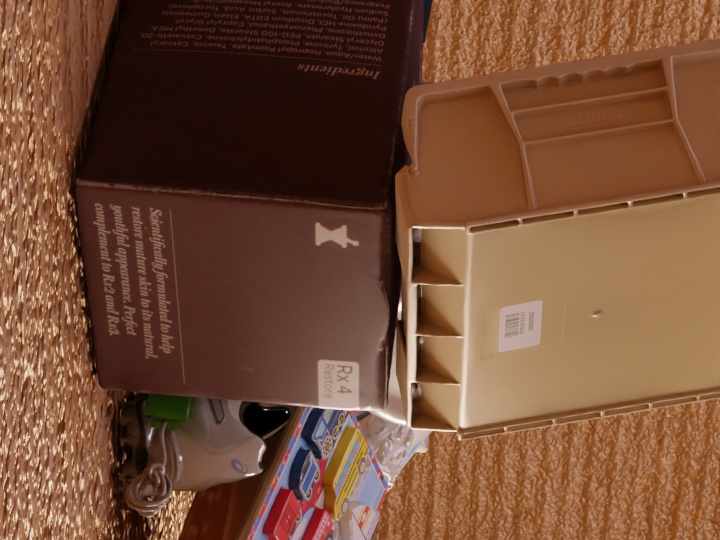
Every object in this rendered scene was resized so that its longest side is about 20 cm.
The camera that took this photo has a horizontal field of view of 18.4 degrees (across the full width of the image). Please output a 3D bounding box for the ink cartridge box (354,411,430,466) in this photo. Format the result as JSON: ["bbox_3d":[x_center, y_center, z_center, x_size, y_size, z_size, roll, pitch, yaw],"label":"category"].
[{"bbox_3d":[0.010,0.107,1.550,0.176,0.045,0.200,-29,159,-54],"label":"ink cartridge box"}]

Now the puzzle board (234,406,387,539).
[{"bbox_3d":[-0.035,0.177,1.356,0.200,0.017,0.151,-65,150,-29],"label":"puzzle board"}]

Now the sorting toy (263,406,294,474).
[{"bbox_3d":[-0.060,0.057,1.448,0.185,0.036,0.200,-141,-132,-59],"label":"sorting toy"}]

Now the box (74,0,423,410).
[{"bbox_3d":[-0.055,-0.053,1.233,0.166,0.164,0.200,91,6,-46],"label":"box"}]

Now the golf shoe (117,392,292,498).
[{"bbox_3d":[-0.089,0.087,1.386,0.200,0.097,0.078,-80,171,-67],"label":"golf shoe"}]

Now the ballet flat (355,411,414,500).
[{"bbox_3d":[-0.035,0.171,1.503,0.072,0.200,0.072,50,11,-14],"label":"ballet flat"}]

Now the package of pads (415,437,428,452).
[{"bbox_3d":[-0.017,0.067,1.825,0.200,0.068,0.155,-1,-98,51],"label":"package of pads"}]

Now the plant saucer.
[{"bbox_3d":[-0.095,0.209,1.401,0.200,0.037,0.200,-162,-90,-79],"label":"plant saucer"}]

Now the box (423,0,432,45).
[{"bbox_3d":[-0.030,-0.144,1.517,0.200,0.051,0.158,-41,-160,30],"label":"box"}]

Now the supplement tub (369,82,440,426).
[{"bbox_3d":[0.046,-0.011,1.401,0.200,0.132,0.132,-88,179,-48],"label":"supplement tub"}]

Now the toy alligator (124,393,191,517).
[{"bbox_3d":[-0.106,0.046,1.294,0.054,0.059,0.200,104,-5,-51],"label":"toy alligator"}]

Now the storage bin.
[{"bbox_3d":[0.115,-0.011,1.178,0.200,0.198,0.094,89,-9,-54],"label":"storage bin"}]
